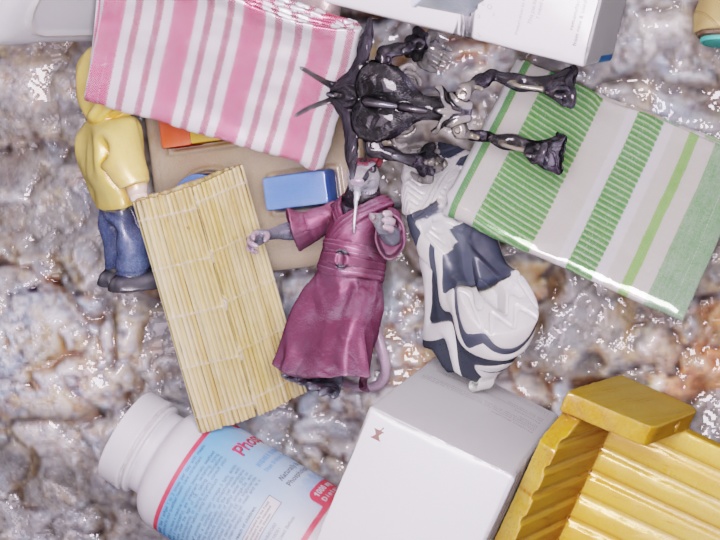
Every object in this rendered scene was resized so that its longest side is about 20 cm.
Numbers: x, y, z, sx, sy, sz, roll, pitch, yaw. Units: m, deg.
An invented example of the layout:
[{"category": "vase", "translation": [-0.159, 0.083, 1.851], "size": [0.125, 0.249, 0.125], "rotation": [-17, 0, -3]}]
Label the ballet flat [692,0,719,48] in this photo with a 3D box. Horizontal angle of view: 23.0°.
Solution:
[{"category": "ballet flat", "translation": [0.345, -0.186, 1.298], "size": [0.200, 0.069, 0.063], "rotation": [10, 87, 13]}]

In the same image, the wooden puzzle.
[{"category": "wooden puzzle", "translation": [-0.090, -0.096, 1.444], "size": [0.185, 0.046, 0.200], "rotation": [-7, 96, 17]}]

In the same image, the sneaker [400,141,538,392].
[{"category": "sneaker", "translation": [0.074, 0.006, 1.396], "size": [0.130, 0.079, 0.199], "rotation": [106, 144, -52]}]

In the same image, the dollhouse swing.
[{"category": "dollhouse swing", "translation": [0.217, 0.212, 1.346], "size": [0.176, 0.182, 0.200], "rotation": [29, 104, 22]}]

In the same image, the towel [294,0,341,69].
[{"category": "towel", "translation": [-0.077, -0.270, 1.387], "size": [0.191, 0.032, 0.200], "rotation": [19, 103, 39]}]

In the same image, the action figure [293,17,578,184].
[{"category": "action figure", "translation": [0.054, -0.119, 1.305], "size": [0.200, 0.102, 0.119], "rotation": [8, 95, 2]}]

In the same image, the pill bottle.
[{"category": "pill bottle", "translation": [-0.111, 0.185, 1.458], "size": [0.200, 0.109, 0.109], "rotation": [31, 105, 10]}]

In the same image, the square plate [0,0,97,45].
[{"category": "square plate", "translation": [-0.182, -0.244, 1.330], "size": [0.028, 0.200, 0.198], "rotation": [44, 117, 19]}]

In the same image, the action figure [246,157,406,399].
[{"category": "action figure", "translation": [0.000, 0.000, 1.382], "size": [0.134, 0.149, 0.200], "rotation": [13, 89, 37]}]

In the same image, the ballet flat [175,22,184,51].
[{"category": "ballet flat", "translation": [-0.118, -0.219, 1.355], "size": [0.064, 0.067, 0.200], "rotation": [4, 138, -13]}]

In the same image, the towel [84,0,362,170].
[{"category": "towel", "translation": [-0.108, -0.154, 1.340], "size": [0.200, 0.030, 0.146], "rotation": [17, 136, 0]}]

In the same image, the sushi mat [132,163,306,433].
[{"category": "sushi mat", "translation": [-0.111, 0.024, 1.418], "size": [0.096, 0.012, 0.200], "rotation": [-19, 103, -20]}]

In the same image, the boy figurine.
[{"category": "boy figurine", "translation": [-0.196, -0.084, 1.447], "size": [0.064, 0.124, 0.200], "rotation": [-7, 97, -20]}]

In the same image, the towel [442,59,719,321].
[{"category": "towel", "translation": [0.180, -0.064, 1.346], "size": [0.200, 0.023, 0.153], "rotation": [24, 69, 11]}]

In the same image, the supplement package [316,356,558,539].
[{"category": "supplement package", "translation": [0.063, 0.157, 1.355], "size": [0.117, 0.200, 0.117], "rotation": [26, 104, 12]}]

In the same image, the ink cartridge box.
[{"category": "ink cartridge box", "translation": [0.092, -0.217, 1.322], "size": [0.200, 0.146, 0.086], "rotation": [14, 102, 14]}]
